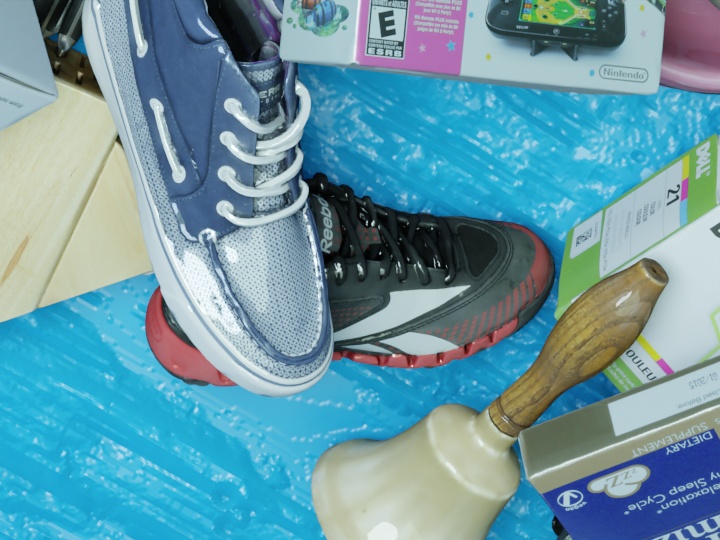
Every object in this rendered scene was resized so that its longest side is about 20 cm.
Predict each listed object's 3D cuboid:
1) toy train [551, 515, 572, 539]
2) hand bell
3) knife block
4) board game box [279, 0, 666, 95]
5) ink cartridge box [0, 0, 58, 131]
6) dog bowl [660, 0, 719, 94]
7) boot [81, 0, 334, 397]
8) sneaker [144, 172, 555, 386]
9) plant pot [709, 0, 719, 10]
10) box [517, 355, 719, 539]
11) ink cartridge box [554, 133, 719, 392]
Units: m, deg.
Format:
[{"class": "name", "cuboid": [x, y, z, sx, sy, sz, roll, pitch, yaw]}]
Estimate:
[{"class": "toy train", "cuboid": [0.081, 0.203, 1.139, 0.046, 0.034, 0.201, 28, 105, -17]}, {"class": "hand bell", "cuboid": [0.073, 0.062, 1.021, 0.104, 0.104, 0.200, 32, 122, -14]}, {"class": "knife block", "cuboid": [-0.160, -0.074, 1.007, 0.199, 0.064, 0.177, -19, 109, 3]}, {"class": "board game box", "cuboid": [0.053, -0.177, 0.882, 0.147, 0.064, 0.202, 3, 93, -29]}, {"class": "ink cartridge box", "cuboid": [-0.244, -0.101, 0.924, 0.199, 0.083, 0.147, -25, 69, 21]}, {"class": "dog bowl", "cuboid": [0.167, -0.171, 0.993, 0.198, 0.074, 0.202, -1, 110, -4]}, {"class": "boot", "cuboid": [-0.052, -0.047, 0.912, 0.072, 0.090, 0.201, -25, 91, -33]}, {"class": "sneaker", "cuboid": [0.000, 0.000, 1.018, 0.199, 0.071, 0.098, -6, 146, -12]}, {"class": "plant pot", "cuboid": [0.225, -0.171, 0.888, 0.198, 0.135, 0.202, -1, 109, -4]}, {"class": "box", "cuboid": [0.166, 0.116, 1.030, 0.120, 0.033, 0.200, -22, 139, 13]}, {"class": "ink cartridge box", "cuboid": [0.213, 0.001, 1.027, 0.199, 0.076, 0.148, -34, 110, 27]}]
